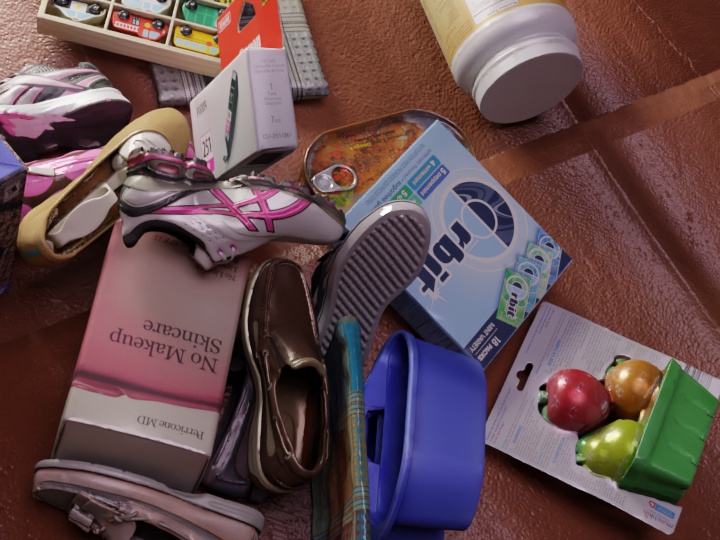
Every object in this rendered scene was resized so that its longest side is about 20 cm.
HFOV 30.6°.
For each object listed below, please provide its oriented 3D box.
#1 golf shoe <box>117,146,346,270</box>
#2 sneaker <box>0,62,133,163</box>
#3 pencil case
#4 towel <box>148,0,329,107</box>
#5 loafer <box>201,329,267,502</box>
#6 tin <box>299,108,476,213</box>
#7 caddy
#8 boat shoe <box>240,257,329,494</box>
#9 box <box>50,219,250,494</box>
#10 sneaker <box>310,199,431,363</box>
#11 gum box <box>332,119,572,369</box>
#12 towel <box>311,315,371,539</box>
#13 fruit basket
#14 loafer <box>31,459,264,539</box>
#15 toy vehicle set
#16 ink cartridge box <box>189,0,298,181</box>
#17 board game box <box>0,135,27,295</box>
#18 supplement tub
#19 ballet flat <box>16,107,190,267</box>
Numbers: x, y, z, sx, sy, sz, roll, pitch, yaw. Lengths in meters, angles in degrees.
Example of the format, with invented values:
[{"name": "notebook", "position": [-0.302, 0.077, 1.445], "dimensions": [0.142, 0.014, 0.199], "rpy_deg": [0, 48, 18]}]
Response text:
[{"name": "golf shoe", "position": [-0.111, -0.041, 1.138], "dimensions": [0.197, 0.073, 0.093], "rpy_deg": [12, 80, -14]}, {"name": "sneaker", "position": [-0.325, -0.153, 1.261], "dimensions": [0.198, 0.081, 0.087], "rpy_deg": [-11, 52, -34]}, {"name": "pencil case", "position": [-0.248, -0.085, 1.223], "dimensions": [0.198, 0.094, 0.091], "rpy_deg": [-19, 56, -29]}, {"name": "towel", "position": [-0.145, -0.260, 1.410], "dimensions": [0.190, 0.035, 0.202], "rpy_deg": [-7, 65, -20]}, {"name": "loafer", "position": [-0.101, 0.105, 1.177], "dimensions": [0.062, 0.072, 0.202], "rpy_deg": [9, 60, -9]}, {"name": "tin", "position": [0.029, -0.102, 1.366], "dimensions": [0.198, 0.042, 0.113], "rpy_deg": [-17, 63, -28]}, {"name": "caddy", "position": [0.038, 0.152, 1.153], "dimensions": [0.104, 0.142, 0.202], "rpy_deg": [15, 55, -14]}, {"name": "boat shoe", "position": [-0.054, 0.083, 1.119], "dimensions": [0.074, 0.075, 0.205], "rpy_deg": [5, 72, -33]}, {"name": "box", "position": [-0.180, 0.078, 1.140], "dimensions": [0.126, 0.109, 0.202], "rpy_deg": [15, 56, -11]}, {"name": "sneaker", "position": [0.000, 0.000, 1.199], "dimensions": [0.078, 0.201, 0.080], "rpy_deg": [15, 37, -19]}, {"name": "gum box", "position": [0.090, -0.022, 1.306], "dimensions": [0.200, 0.045, 0.170], "rpy_deg": [46, 60, -3]}, {"name": "towel", "position": [-0.021, 0.158, 1.124], "dimensions": [0.021, 0.147, 0.202], "rpy_deg": [5, 59, -14]}, {"name": "fruit basket", "position": [0.235, 0.140, 1.277], "dimensions": [0.198, 0.094, 0.186], "rpy_deg": [21, 54, 13]}, {"name": "loafer", "position": [-0.178, 0.208, 1.089], "dimensions": [0.198, 0.072, 0.064], "rpy_deg": [17, 63, -13]}, {"name": "toy vehicle set", "position": [-0.222, -0.276, 1.360], "dimensions": [0.197, 0.027, 0.126], "rpy_deg": [13, 59, -10]}, {"name": "ink cartridge box", "position": [-0.117, -0.177, 1.230], "dimensions": [0.043, 0.200, 0.176], "rpy_deg": [-6, 85, -22]}, {"name": "board game box", "position": [-0.372, -0.028, 1.080], "dimensions": [0.159, 0.200, 0.097], "rpy_deg": [-35, 76, -32]}, {"name": "supplement tub", "position": [0.151, -0.280, 1.451], "dimensions": [0.143, 0.145, 0.202], "rpy_deg": [-10, 64, -24]}, {"name": "ballet flat", "position": [-0.214, -0.071, 1.160], "dimensions": [0.200, 0.063, 0.069], "rpy_deg": [-46, 113, -22]}]
